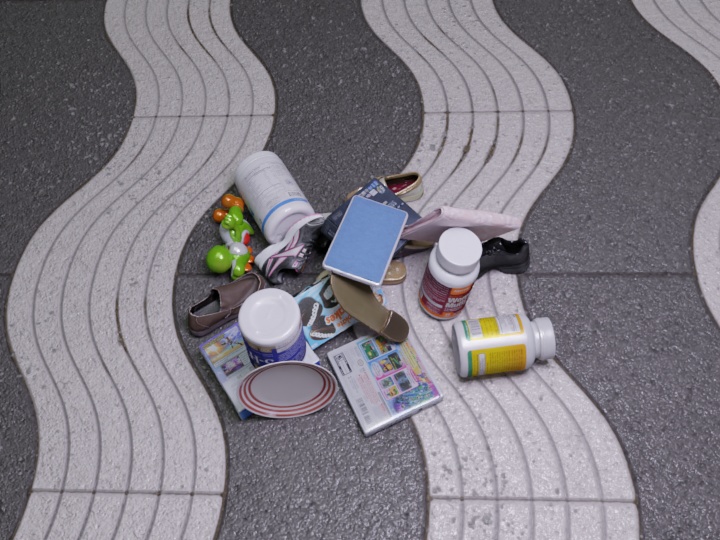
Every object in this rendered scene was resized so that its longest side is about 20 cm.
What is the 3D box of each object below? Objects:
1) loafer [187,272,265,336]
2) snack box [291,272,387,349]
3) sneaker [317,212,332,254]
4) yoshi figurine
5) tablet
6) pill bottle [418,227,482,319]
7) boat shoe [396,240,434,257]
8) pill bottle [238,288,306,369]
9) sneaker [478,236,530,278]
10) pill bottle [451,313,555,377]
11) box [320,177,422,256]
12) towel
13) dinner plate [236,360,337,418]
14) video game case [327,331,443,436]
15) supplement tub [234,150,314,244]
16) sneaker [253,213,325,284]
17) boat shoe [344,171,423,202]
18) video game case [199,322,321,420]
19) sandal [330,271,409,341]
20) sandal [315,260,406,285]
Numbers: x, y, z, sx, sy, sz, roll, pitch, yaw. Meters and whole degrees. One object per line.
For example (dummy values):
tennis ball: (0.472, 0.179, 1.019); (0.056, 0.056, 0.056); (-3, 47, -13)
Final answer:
loafer: (-0.292, 0.067, 1.717); (0.199, 0.072, 0.073); (-37, 61, -20)
snack box: (-0.050, 0.067, 1.682); (0.198, 0.037, 0.118); (-31, 102, -16)
sneaker: (-0.008, -0.090, 1.799); (0.195, 0.078, 0.113); (-11, 49, 2)
yoshi figurine: (-0.312, -0.071, 1.799); (0.110, 0.113, 0.204); (-18, 57, 10)
tablet: (0.012, -0.063, 1.617); (0.127, 0.014, 0.203); (18, 55, 7)
pill bottle: (0.188, 0.007, 1.639); (0.107, 0.202, 0.112); (3, 57, -5)
boat shoe: (0.075, -0.062, 1.782); (0.195, 0.065, 0.073); (-5, 56, -24)
pill bottle: (-0.166, 0.138, 1.528); (0.116, 0.202, 0.122); (-2, 55, 2)
sneaker: (0.281, -0.035, 1.737); (0.195, 0.092, 0.077); (-11, 56, -2)
pill bottle: (0.290, 0.149, 1.597); (0.195, 0.114, 0.115); (-8, 55, -1)
box: (0.030, -0.097, 1.707); (0.157, 0.051, 0.200); (41, 49, 8)
towel: (0.203, -0.092, 1.638); (0.196, 0.190, 0.033); (4, 78, -27)
dinner plate: (-0.142, 0.226, 1.522); (0.195, 0.202, 0.025); (-6, 51, -1)
video game case: (0.049, 0.218, 1.622); (0.179, 0.024, 0.202); (-22, 57, -11)
supplement tub: (-0.201, -0.165, 1.833); (0.130, 0.133, 0.201); (-26, 57, -14)
sneaker: (-0.140, -0.042, 1.765); (0.199, 0.080, 0.087); (-39, 70, 16)
boat shoe: (0.055, -0.194, 1.873); (0.195, 0.067, 0.075); (-16, 56, -7)
video game case: (-0.211, 0.183, 1.649); (0.198, 0.046, 0.182); (-30, 61, -16)
sandal: (0.005, 0.078, 1.637); (0.211, 0.069, 0.078); (40, 69, -15)
sandal: (0.000, -0.005, 1.747); (0.206, 0.070, 0.079); (-5, 55, 1)
